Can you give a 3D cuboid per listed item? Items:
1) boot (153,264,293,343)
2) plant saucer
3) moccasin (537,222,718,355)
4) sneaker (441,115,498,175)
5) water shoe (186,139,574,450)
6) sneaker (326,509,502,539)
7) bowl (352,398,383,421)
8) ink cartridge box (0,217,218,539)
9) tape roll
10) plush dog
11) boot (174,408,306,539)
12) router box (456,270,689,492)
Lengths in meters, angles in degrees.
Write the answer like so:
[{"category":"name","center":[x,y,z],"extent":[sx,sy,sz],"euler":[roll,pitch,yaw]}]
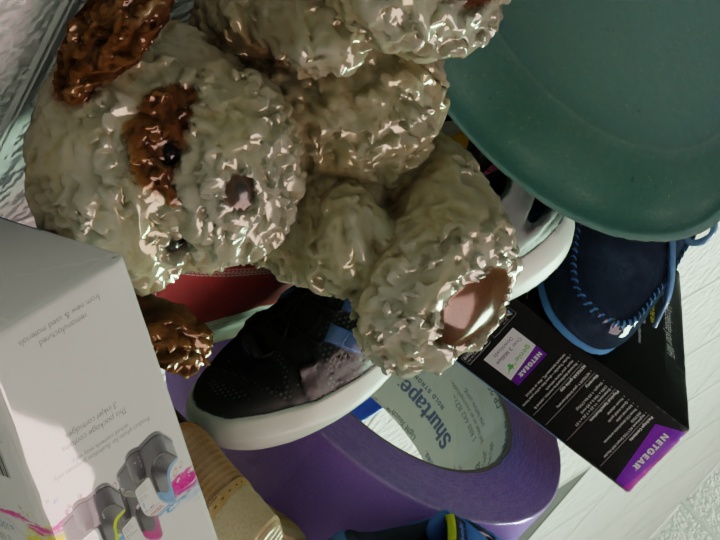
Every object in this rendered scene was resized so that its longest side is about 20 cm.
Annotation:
[{"category":"boot","center":[-0.024,-0.041,0.996],"extent":[0.200,0.072,0.144],"euler":[-21,152,-45]},{"category":"plant saucer","center":[0.083,-0.104,0.840],"extent":[0.036,0.200,0.200],"euler":[-38,164,-27]},{"category":"moccasin","center":[0.140,-0.047,1.086],"extent":[0.068,0.080,0.200],"euler":[-37,-156,45]},{"category":"sneaker","center":[0.100,-0.081,1.010],"extent":[0.200,0.075,0.090],"euler":[-14,142,38]},{"category":"water shoe","center":[0.000,0.000,0.969],"extent":[0.200,0.071,0.079],"euler":[-33,126,-15]},{"category":"sneaker","center":[0.057,0.153,1.010],"extent":[0.200,0.066,0.078],"euler":[9,126,-34]},{"category":"bowl","center":[0.027,0.023,1.336],"extent":[0.201,0.039,0.201],"euler":[-38,163,-13]},{"category":"ink cartridge box","center":[-0.117,0.084,0.827],"extent":[0.068,0.115,0.200],"euler":[-33,122,-31]},{"category":"tape roll","center":[0.003,0.068,1.097],"extent":[0.066,0.200,0.200],"euler":[-51,162,28]},{"category":"plush dog","center":[-0.047,-0.055,0.829],"extent":[0.172,0.160,0.200],"euler":[-18,122,-26]},{"category":"boot","center":[-0.108,0.094,0.976],"extent":[0.072,0.166,0.200],"euler":[-51,168,-21]},{"category":"router box","center":[0.099,0.011,1.141],"extent":[0.051,0.149,0.200],"euler":[-49,-170,22]}]
